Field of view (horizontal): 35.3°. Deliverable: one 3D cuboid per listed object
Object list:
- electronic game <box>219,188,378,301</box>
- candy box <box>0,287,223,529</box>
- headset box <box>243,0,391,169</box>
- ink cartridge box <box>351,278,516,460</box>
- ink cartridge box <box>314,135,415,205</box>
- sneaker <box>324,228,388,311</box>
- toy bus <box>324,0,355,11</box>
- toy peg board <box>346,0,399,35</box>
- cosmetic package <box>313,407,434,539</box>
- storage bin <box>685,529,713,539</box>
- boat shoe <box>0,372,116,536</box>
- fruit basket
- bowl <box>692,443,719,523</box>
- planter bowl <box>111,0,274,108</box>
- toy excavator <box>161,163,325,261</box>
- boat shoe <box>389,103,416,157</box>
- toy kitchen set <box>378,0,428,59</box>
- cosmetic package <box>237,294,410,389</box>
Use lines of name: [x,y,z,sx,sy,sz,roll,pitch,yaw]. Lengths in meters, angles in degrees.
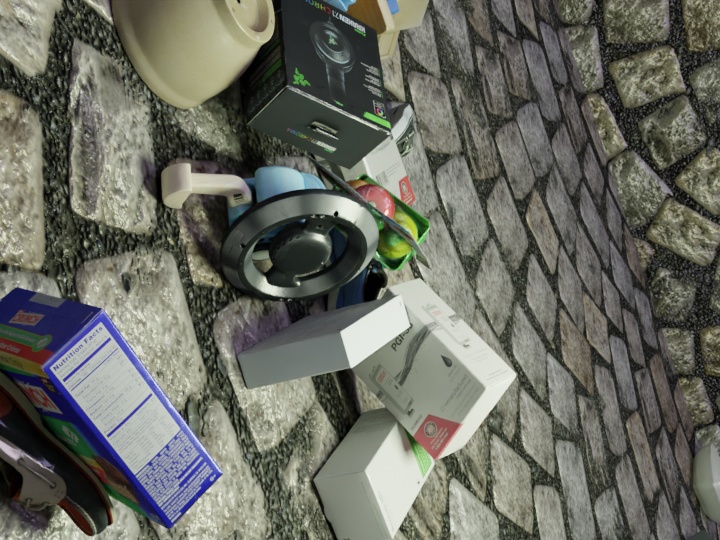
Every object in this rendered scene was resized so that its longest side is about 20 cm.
electronic game: [-0.074,-0.028,1.391,0.200,0.199,0.042,41,25,-48]
candy box: [-0.237,0.118,0.999,0.077,0.168,0.201,-45,122,-27]
headset box: [-0.060,-0.249,1.479,0.173,0.093,0.201,21,49,-35]
ink cartridge box: [0.090,0.133,1.545,0.200,0.147,0.082,45,32,23]
ink cartridge box: [-0.002,-0.174,1.748,0.147,0.082,0.202,-40,112,-63]
sneaker: [0.000,0.000,1.647,0.078,0.089,0.202,30,47,-56]
toy bus: [-0.080,-0.403,1.601,0.136,0.191,0.201,46,36,-42]
toy peg board: [-0.022,-0.443,1.704,0.097,0.198,0.202,-28,102,-37]
cosmetic package: [0.022,0.275,1.541,0.108,0.084,0.200,68,25,-14]
storage bin: [0.942,0.811,3.056,0.200,0.145,0.135,54,5,-35]
boat shoe: [-0.290,0.171,0.991,0.063,0.071,0.201,-53,126,-33]
fruit basket: [0.010,-0.072,1.532,0.185,0.094,0.200,38,2,19]
bowl: [1.067,0.652,3.442,0.201,0.074,0.201,60,30,-27]
planter bowl: [-0.191,-0.317,1.393,0.200,0.134,0.202,42,39,-48]
toy excavator: [-0.136,-0.089,1.394,0.200,0.192,0.101,86,-2,-71]
boat shoe: [0.065,-0.228,1.926,0.071,0.072,0.200,62,26,-15]
toy kitchen set: [0.015,-0.499,1.983,0.163,0.179,0.201,-31,143,-60]
cosmetic package: [-0.042,0.089,1.441,0.200,0.150,0.052,-27,100,-63]
